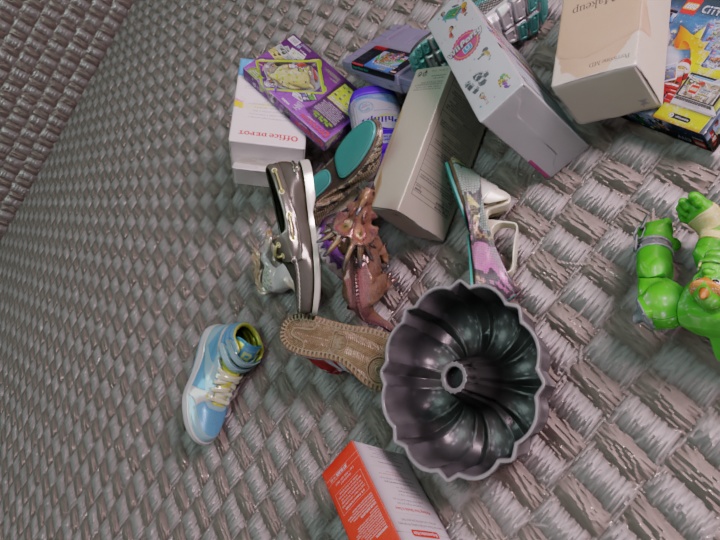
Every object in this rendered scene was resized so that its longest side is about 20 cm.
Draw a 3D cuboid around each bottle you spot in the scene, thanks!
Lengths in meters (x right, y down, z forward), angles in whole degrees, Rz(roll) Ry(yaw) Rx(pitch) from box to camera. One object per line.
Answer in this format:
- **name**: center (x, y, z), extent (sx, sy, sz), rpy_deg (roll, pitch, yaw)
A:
- **bottle**: center (0.031, -0.188, 0.909), extent (0.081, 0.066, 0.203), rpy_deg (-5, 56, -5)

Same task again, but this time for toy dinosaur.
- **toy dinosaur**: center (0.000, 0.000, 0.766), extent (0.084, 0.136, 0.205), rpy_deg (-13, 95, 4)

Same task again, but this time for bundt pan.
- **bundt pan**: center (0.118, 0.119, 0.653), extent (0.199, 0.075, 0.207), rpy_deg (-14, 69, 38)

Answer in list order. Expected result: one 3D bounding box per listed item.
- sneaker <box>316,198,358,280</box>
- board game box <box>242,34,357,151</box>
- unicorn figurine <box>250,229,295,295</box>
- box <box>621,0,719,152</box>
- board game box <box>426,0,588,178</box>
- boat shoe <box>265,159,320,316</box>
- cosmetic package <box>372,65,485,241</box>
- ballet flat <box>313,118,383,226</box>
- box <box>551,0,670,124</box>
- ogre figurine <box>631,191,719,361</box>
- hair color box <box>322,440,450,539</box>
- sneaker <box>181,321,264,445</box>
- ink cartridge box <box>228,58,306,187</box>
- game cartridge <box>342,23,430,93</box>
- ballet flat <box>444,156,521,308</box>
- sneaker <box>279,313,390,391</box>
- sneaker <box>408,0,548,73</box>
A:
- **sneaker**: center (-0.020, -0.060, 0.905), extent (0.088, 0.080, 0.202), rpy_deg (-39, 45, 15)
- **board game box**: center (-0.086, -0.298, 1.012), extent (0.200, 0.032, 0.120), rpy_deg (44, 63, 14)
- **unicorn figurine**: center (-0.110, -0.003, 0.980), extent (0.199, 0.073, 0.141), rpy_deg (-22, 63, 55)
- **box**: center (0.328, -0.226, 0.653), extent (0.138, 0.037, 0.200), rpy_deg (-55, 41, 10)
- **board game box**: center (0.172, -0.224, 0.732), extent (0.064, 0.146, 0.203), rpy_deg (-39, 46, 27)
- **boat shoe**: center (-0.086, -0.042, 0.787), extent (0.072, 0.059, 0.207), rpy_deg (141, 124, -74)
- **cosmetic package**: center (0.093, -0.153, 0.813), extent (0.070, 0.104, 0.204), rpy_deg (14, 79, 50)
- **ballet flat**: center (-0.021, -0.127, 0.841), extent (0.199, 0.074, 0.069), rpy_deg (-40, 49, 31)
- **box**: center (0.270, -0.270, 0.647), extent (0.094, 0.077, 0.205), rpy_deg (-5, 67, 44)
- **ogre figurine**: center (0.317, 0.006, 0.510), extent (0.197, 0.099, 0.121), rpy_deg (20, 66, 34)
- **hair color box**: center (0.043, 0.284, 0.640), extent (0.061, 0.101, 0.201), rpy_deg (-49, 42, 14)
- **sneaker**: center (-0.218, 0.173, 0.987), extent (0.129, 0.079, 0.204), rpy_deg (-19, 58, 40)
- **ink cartridge box**: center (-0.155, -0.242, 1.061), extent (0.126, 0.125, 0.204), rpy_deg (106, 168, -64)
- **game cartridge**: center (0.068, -0.329, 0.939), extent (0.128, 0.039, 0.199), rpy_deg (-34, 39, -17)
- **ballet flat**: center (0.153, -0.053, 0.735), extent (0.070, 0.069, 0.204), rpy_deg (-15, 63, 15)
- **sneaker**: center (-0.002, 0.113, 0.812), extent (0.196, 0.113, 0.073), rpy_deg (19, 79, 18)
- **sneaker**: center (0.155, -0.330, 0.844), extent (0.196, 0.078, 0.092), rpy_deg (-24, 37, 3)
